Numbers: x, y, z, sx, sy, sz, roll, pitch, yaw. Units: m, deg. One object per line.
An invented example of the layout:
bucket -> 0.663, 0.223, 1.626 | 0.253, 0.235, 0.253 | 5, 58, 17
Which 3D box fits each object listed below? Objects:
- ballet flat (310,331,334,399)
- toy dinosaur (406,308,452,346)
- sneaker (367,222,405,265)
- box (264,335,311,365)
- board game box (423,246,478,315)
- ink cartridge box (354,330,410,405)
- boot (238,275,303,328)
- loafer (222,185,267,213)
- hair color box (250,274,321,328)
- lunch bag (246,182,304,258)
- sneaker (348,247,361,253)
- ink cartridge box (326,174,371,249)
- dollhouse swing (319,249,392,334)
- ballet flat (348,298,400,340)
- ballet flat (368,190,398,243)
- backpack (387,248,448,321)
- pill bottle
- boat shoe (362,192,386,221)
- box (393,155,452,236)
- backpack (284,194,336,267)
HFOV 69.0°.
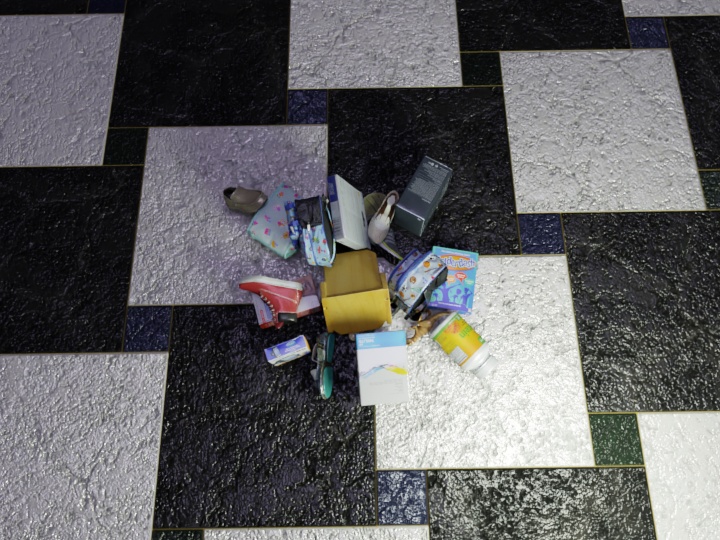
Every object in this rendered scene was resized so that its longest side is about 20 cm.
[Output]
ballet flat -> -0.118, 0.290, 1.602 | 0.073, 0.074, 0.202 | 4, 71, 2
toy dinosaur -> 0.209, 0.158, 1.613 | 0.200, 0.060, 0.107 | -46, 43, 26
sneaker -> 0.092, -0.092, 1.708 | 0.200, 0.074, 0.081 | 43, 74, 10
box -> -0.211, 0.237, 1.540 | 0.118, 0.200, 0.042 | -21, 79, -6
board game box -> 0.291, 0.032, 1.680 | 0.150, 0.045, 0.202 | 8, 73, 3
ink cartridge box -> 0.061, 0.282, 1.535 | 0.144, 0.147, 0.202 | -4, 83, -3
boot -> -0.283, 0.098, 1.588 | 0.198, 0.072, 0.146 | 9, 74, 1
loafer -> -0.384, -0.235, 1.706 | 0.199, 0.068, 0.076 | 4, 56, 38
hair color box -> -0.233, 0.098, 1.655 | 0.198, 0.064, 0.112 | -17, 73, -6
lunch bag -> -0.249, -0.151, 1.702 | 0.170, 0.122, 0.201 | 34, 70, 9
sneaker -> 0.000, 0.000, 1.686 | 0.090, 0.076, 0.202 | 0, 82, -6
ink cartridge box -> -0.035, -0.169, 1.602 | 0.043, 0.200, 0.198 | -13, 76, 19
dollhouse swing -> -0.019, 0.064, 1.617 | 0.198, 0.183, 0.176 | -9, 32, -1
ballet flat -> 0.043, 0.148, 1.640 | 0.199, 0.057, 0.067 | -37, 76, -10
ballet flat -> 0.075, -0.178, 1.687 | 0.067, 0.062, 0.201 | 22, 59, -1
backpack -> 0.174, 0.024, 1.555 | 0.154, 0.191, 0.200 | 39, 72, 3
pill bottle -> 0.318, 0.230, 1.585 | 0.111, 0.111, 0.200 | -42, 77, -11
boat shoe -> 0.009, -0.195, 1.734 | 0.199, 0.068, 0.075 | -34, 93, -33
box -> 0.202, -0.240, 1.710 | 0.106, 0.149, 0.201 | 28, 75, 9
backpack -> -0.142, -0.104, 1.555 | 0.133, 0.183, 0.202 | -11, 83, -3
